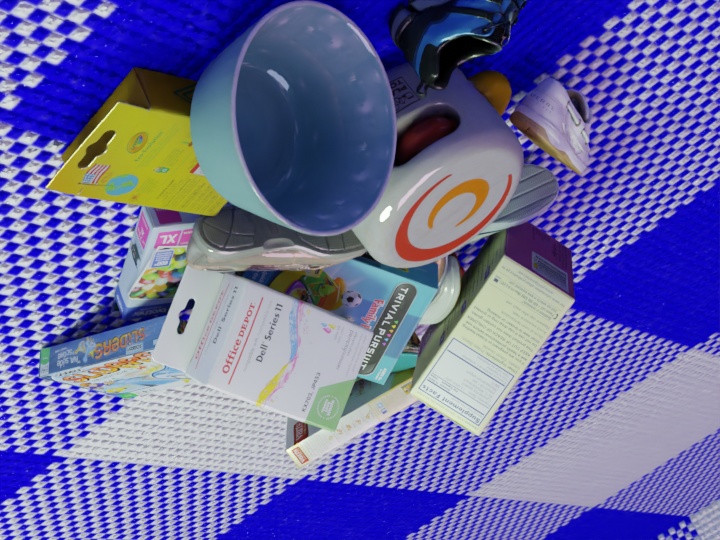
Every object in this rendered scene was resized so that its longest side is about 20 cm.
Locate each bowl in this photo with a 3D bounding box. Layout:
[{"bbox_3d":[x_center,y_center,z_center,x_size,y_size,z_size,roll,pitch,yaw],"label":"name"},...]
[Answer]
[{"bbox_3d":[-0.072,-0.127,1.284,0.105,0.202,0.200,-3,172,42],"label":"bowl"}]

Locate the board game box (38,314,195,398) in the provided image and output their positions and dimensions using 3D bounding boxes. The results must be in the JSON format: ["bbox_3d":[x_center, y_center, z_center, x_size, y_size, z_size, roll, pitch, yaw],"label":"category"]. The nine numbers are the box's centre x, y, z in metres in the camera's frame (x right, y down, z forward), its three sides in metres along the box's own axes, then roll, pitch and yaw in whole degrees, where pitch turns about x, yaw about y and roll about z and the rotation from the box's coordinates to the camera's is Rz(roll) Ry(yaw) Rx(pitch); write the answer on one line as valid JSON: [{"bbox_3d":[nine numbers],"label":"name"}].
[{"bbox_3d":[-0.235,0.097,1.604,0.199,0.035,0.135,-15,157,36],"label":"board game box"}]

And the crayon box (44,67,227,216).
[{"bbox_3d":[-0.179,-0.116,1.337,0.199,0.051,0.127,7,139,-48],"label":"crayon box"}]

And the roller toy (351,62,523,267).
[{"bbox_3d":[0.056,-0.110,1.447,0.182,0.140,0.200,-3,139,-47],"label":"roller toy"}]

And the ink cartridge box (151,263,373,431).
[{"bbox_3d":[-0.100,0.078,1.506,0.199,0.067,0.118,22,88,-28],"label":"ink cartridge box"}]

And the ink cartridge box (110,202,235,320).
[{"bbox_3d":[-0.188,-0.007,1.545,0.119,0.042,0.200,-9,151,-27],"label":"ink cartridge box"}]

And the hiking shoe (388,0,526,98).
[{"bbox_3d":[0.124,-0.239,1.326,0.199,0.087,0.074,-35,152,20],"label":"hiking shoe"}]

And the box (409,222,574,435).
[{"bbox_3d":[0.154,0.058,1.706,0.201,0.096,0.176,-56,-175,19],"label":"box"}]

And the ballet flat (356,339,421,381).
[{"bbox_3d":[-0.005,0.108,1.859,0.199,0.076,0.068,-25,146,29],"label":"ballet flat"}]

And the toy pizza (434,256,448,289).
[{"bbox_3d":[0.000,0.000,1.625,0.199,0.032,0.201,-4,127,-5],"label":"toy pizza"}]

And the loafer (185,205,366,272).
[{"bbox_3d":[-0.082,-0.031,1.488,0.199,0.072,0.063,-2,152,-28],"label":"loafer"}]

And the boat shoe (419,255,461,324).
[{"bbox_3d":[0.050,0.031,1.740,0.069,0.071,0.200,6,160,-25],"label":"boat shoe"}]

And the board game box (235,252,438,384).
[{"bbox_3d":[-0.036,0.029,1.592,0.199,0.047,0.151,19,126,-12],"label":"board game box"}]

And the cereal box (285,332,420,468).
[{"bbox_3d":[-0.006,0.163,1.908,0.199,0.144,0.040,-30,110,11],"label":"cereal box"}]

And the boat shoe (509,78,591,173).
[{"bbox_3d":[0.217,-0.156,1.560,0.070,0.071,0.200,-56,163,4],"label":"boat shoe"}]

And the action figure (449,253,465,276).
[{"bbox_3d":[0.103,0.022,1.834,0.065,0.052,0.200,-21,151,0],"label":"action figure"}]

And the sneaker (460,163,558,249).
[{"bbox_3d":[0.129,-0.067,1.680,0.199,0.074,0.071,-18,170,-1],"label":"sneaker"}]
